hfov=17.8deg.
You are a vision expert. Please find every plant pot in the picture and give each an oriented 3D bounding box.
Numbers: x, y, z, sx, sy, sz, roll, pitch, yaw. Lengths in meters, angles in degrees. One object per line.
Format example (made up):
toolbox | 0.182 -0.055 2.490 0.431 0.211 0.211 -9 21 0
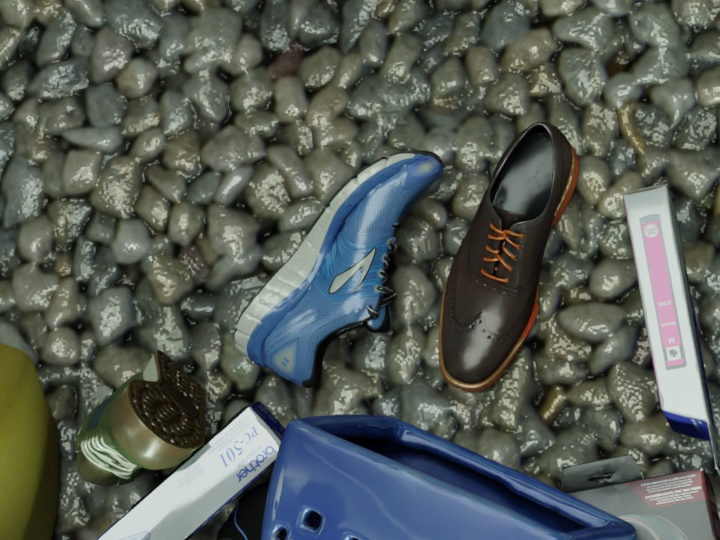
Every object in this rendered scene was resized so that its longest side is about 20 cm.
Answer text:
plant pot | -0.316 0.148 1.628 0.194 0.196 0.200 17 58 17
plant pot | 0.039 0.209 1.461 0.200 0.200 0.180 23 93 18

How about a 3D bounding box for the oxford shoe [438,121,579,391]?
oxford shoe | 0.098 -0.013 1.633 0.071 0.073 0.200 15 81 15

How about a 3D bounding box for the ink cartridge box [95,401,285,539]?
ink cartridge box | -0.136 0.174 1.626 0.200 0.094 0.044 -42 88 1

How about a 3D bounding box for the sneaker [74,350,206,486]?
sneaker | -0.160 0.120 1.603 0.067 0.200 0.090 43 98 -6

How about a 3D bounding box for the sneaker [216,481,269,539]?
sneaker | -0.022 0.236 1.610 0.078 0.070 0.200 -41 72 15

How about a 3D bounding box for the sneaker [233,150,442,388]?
sneaker | 0.000 0.000 1.658 0.089 0.079 0.200 38 96 10

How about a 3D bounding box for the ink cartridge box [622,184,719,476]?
ink cartridge box | 0.218 0.048 1.581 0.037 0.095 0.200 -13 75 9

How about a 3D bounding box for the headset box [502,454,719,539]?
headset box | 0.178 0.227 1.558 0.148 0.075 0.200 -11 75 11
